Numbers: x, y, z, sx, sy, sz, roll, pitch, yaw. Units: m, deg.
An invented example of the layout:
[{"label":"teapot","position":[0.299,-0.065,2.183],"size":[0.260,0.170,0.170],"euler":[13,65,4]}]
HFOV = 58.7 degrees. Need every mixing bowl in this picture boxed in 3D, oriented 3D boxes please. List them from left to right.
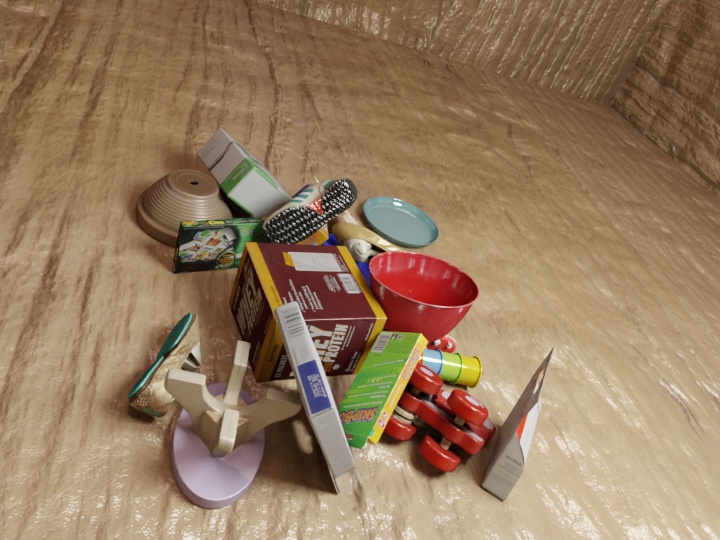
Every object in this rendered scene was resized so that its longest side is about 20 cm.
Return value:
[{"label":"mixing bowl","position":[0.101,0.058,1.137],"size":[0.198,0.110,0.201],"euler":[10,26,-5]}]

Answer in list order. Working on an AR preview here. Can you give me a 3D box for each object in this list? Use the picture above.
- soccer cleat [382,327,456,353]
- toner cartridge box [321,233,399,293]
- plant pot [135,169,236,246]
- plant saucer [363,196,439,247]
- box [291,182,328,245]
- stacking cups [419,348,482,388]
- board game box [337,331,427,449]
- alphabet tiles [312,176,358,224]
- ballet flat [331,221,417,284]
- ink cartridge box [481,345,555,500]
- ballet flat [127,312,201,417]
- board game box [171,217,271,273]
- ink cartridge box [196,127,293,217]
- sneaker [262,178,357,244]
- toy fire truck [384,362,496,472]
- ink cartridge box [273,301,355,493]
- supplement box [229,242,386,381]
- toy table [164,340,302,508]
[{"label":"soccer cleat","position":[0.086,0.120,1.196],"size":[0.198,0.069,0.086],"euler":[7,37,-17]},{"label":"toner cartridge box","position":[0.000,0.000,1.274],"size":[0.094,0.043,0.200],"euler":[-14,47,-41]},{"label":"plant pot","position":[-0.340,-0.137,1.278],"size":[0.199,0.093,0.202],"euler":[17,33,-11]},{"label":"plant saucer","position":[0.097,-0.115,1.571],"size":[0.198,0.028,0.201],"euler":[16,34,-11]},{"label":"box","position":[-0.126,-0.098,1.328],"size":[0.041,0.119,0.201],"euler":[42,23,-29]},{"label":"stacking cups","position":[0.118,0.168,1.151],"size":[0.198,0.061,0.061],"euler":[12,34,-16]},{"label":"board game box","position":[0.024,0.182,0.986],"size":[0.030,0.095,0.201],"euler":[49,59,-28]},{"label":"alphabet tiles","position":[-0.030,-0.120,1.390],"size":[0.196,0.015,0.200],"euler":[49,4,-30]},{"label":"ballet flat","position":[0.029,-0.032,1.240],"size":[0.198,0.069,0.063],"euler":[24,46,3]},{"label":"ink cartridge box","position":[0.267,0.239,1.012],"size":[0.047,0.201,0.160],"euler":[28,33,11]},{"label":"ballet flat","position":[-0.278,0.144,0.959],"size":[0.065,0.070,0.201],"euler":[45,32,-16]},{"label":"board game box","position":[-0.248,-0.049,1.198],"size":[0.198,0.106,0.023],"euler":[-6,38,-38]},{"label":"ink cartridge box","position":[-0.243,-0.195,1.355],"size":[0.146,0.084,0.200],"euler":[39,7,-48]},{"label":"sneaker","position":[-0.104,-0.115,1.230],"size":[0.199,0.071,0.093],"euler":[-33,21,-14]},{"label":"toy fire truck","position":[0.124,0.227,1.051],"size":[0.199,0.113,0.168],"euler":[32,8,16]},{"label":"ink cartridge box","position":[-0.060,0.179,0.907],"size":[0.043,0.201,0.197],"euler":[-21,45,-6]},{"label":"supplement box","position":[-0.097,0.067,1.098],"size":[0.198,0.134,0.198],"euler":[1,39,-30]},{"label":"toy table","position":[-0.181,0.201,0.874],"size":[0.182,0.118,0.201],"euler":[8,35,-22]}]
